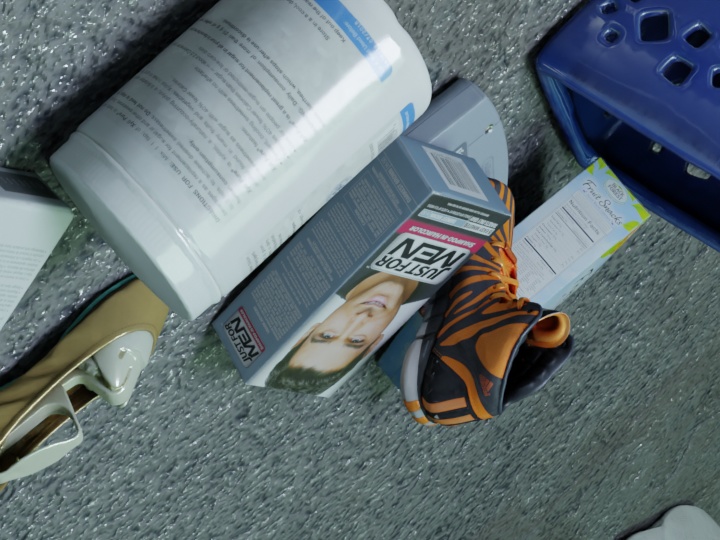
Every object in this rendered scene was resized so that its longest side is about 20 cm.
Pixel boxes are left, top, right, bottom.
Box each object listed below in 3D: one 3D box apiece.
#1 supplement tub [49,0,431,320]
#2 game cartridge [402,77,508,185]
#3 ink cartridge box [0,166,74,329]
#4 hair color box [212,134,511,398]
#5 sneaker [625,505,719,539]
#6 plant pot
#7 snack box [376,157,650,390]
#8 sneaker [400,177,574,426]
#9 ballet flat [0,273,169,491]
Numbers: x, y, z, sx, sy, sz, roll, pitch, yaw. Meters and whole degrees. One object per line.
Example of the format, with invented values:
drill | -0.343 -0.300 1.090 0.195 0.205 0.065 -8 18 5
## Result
supplement tub | -0.068 -0.083 1.232 0.200 0.132 0.132 -42 153 -11
game cartridge | 0.053 -0.052 1.568 0.133 0.040 0.201 -35 151 -17
ink cartridge box | -0.271 0.017 1.159 0.174 0.044 0.200 -55 153 15
hair color box | 0.000 0.000 1.472 0.200 0.061 0.099 -45 148 23
sneaker | 0.361 0.346 2.555 0.199 0.076 0.089 -10 148 -43
plant pot | 0.276 -0.141 1.614 0.180 0.199 0.200 -52 155 -7
snack box | 0.119 0.016 1.667 0.200 0.068 0.169 -40 174 -18
sneaker | 0.106 0.021 1.502 0.078 0.111 0.201 39 55 -43
ballet flat | -0.185 0.079 1.352 0.200 0.063 0.069 -40 153 -17
